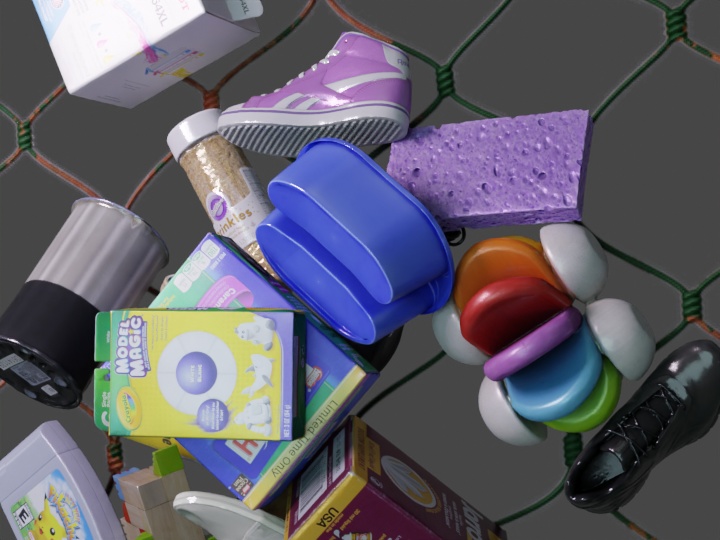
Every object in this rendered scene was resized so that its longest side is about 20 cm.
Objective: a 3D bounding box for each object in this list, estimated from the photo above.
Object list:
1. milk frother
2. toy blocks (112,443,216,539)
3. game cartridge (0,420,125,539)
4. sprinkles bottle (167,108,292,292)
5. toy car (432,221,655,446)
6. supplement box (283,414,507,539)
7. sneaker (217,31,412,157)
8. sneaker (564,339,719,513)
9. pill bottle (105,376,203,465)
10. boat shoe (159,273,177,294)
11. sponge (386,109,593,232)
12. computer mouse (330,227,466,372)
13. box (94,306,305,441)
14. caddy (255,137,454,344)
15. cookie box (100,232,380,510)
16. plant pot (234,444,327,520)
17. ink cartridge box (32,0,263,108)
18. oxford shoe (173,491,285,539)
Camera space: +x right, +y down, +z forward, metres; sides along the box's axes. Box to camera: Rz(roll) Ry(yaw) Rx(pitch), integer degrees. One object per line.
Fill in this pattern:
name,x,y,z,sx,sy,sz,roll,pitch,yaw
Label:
milk frother,-0.333,0.006,1.554,0.180,0.200,0.189,-3,48,41
toy blocks,-0.199,0.274,1.561,0.100,0.137,0.201,-20,97,-22
game cartridge,-0.316,0.269,1.633,0.133,0.040,0.201,-38,75,33
sprinkles bottle,-0.124,-0.066,1.565,0.068,0.068,0.201,-33,77,18
toy car,0.157,0.058,1.401,0.175,0.150,0.201,-34,77,18
supplement box,0.036,0.249,1.415,0.200,0.131,0.103,38,104,-13
sneaker,-0.043,-0.179,1.532,0.199,0.073,0.115,-3,66,15
sneaker,0.260,0.146,1.390,0.076,0.091,0.200,41,102,20
pill bottle,-0.155,0.138,1.549,0.199,0.112,0.113,15,94,22
boat shoe,-0.113,0.059,1.503,0.199,0.075,0.069,15,127,16
sponge,0.119,-0.092,1.459,0.199,0.030,0.112,-4,58,23
computer mouse,0.000,0.000,1.524,0.140,0.046,0.201,35,102,19
box,-0.150,0.092,1.379,0.199,0.048,0.118,0,88,14
caddy,-0.002,-0.031,1.419,0.200,0.105,0.142,43,144,16
cookie box,-0.111,0.094,1.432,0.200,0.075,0.171,41,97,10
plant pot,-0.031,0.257,1.501,0.199,0.028,0.201,0,109,0
ink cartridge box,-0.210,-0.274,1.575,0.199,0.125,0.129,-27,79,20
oxford shoe,-0.089,0.266,1.448,0.199,0.075,0.058,29,66,-11
